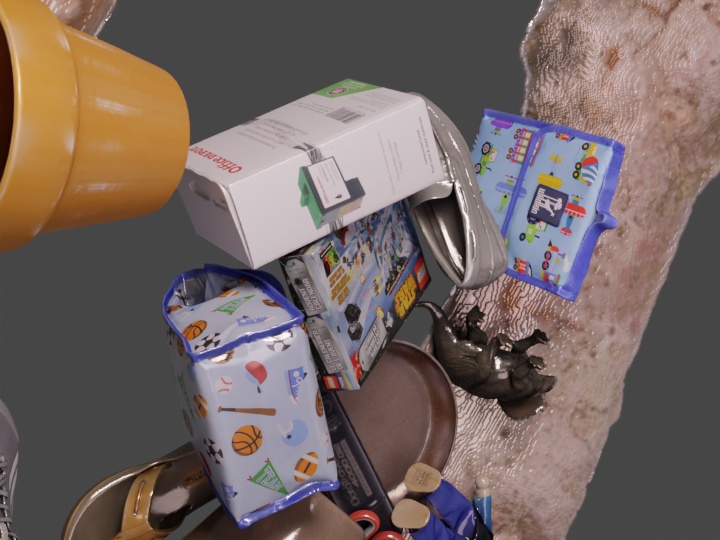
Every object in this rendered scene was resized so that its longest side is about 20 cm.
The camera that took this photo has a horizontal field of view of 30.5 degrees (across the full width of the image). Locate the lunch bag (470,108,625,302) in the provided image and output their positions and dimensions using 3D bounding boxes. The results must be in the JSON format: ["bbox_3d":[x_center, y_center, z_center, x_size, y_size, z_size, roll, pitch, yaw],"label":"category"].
[{"bbox_3d":[0.181,-0.060,1.273,0.094,0.200,0.152,18,94,-31],"label":"lunch bag"}]

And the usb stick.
[{"bbox_3d":[-0.015,0.197,1.294,0.055,0.033,0.201,-30,115,-9],"label":"usb stick"}]

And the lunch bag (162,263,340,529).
[{"bbox_3d":[-0.105,0.097,1.158,0.123,0.200,0.171,-17,110,-19],"label":"lunch bag"}]

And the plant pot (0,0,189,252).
[{"bbox_3d":[-0.244,-0.112,1.049,0.182,0.199,0.202,2,102,-45],"label":"plant pot"}]

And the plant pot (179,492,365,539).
[{"bbox_3d":[-0.088,0.280,1.217,0.200,0.200,0.175,45,76,-29],"label":"plant pot"}]

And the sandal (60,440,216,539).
[{"bbox_3d":[-0.188,0.218,1.227,0.199,0.054,0.081,-27,114,-20],"label":"sandal"}]

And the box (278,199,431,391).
[{"bbox_3d":[0.000,0.000,1.219,0.200,0.040,0.138,-52,129,-54],"label":"box"}]

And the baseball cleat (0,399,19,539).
[{"bbox_3d":[-0.311,0.210,1.129,0.069,0.106,0.202,-8,112,-40],"label":"baseball cleat"}]

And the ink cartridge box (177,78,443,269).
[{"bbox_3d":[-0.051,-0.091,1.172,0.199,0.146,0.085,-26,115,-20],"label":"ink cartridge box"}]

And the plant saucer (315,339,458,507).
[{"bbox_3d":[0.007,0.163,1.333,0.199,0.032,0.202,-7,106,-26],"label":"plant saucer"}]

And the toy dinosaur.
[{"bbox_3d":[0.130,0.098,1.355,0.199,0.077,0.103,21,126,-18],"label":"toy dinosaur"}]

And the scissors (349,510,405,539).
[{"bbox_3d":[-0.026,0.319,1.331,0.073,0.014,0.201,28,117,-15],"label":"scissors"}]

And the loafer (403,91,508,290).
[{"bbox_3d":[0.074,-0.076,1.247,0.070,0.070,0.201,-16,76,-51],"label":"loafer"}]

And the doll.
[{"bbox_3d":[0.104,0.273,1.379,0.200,0.048,0.137,51,52,-44],"label":"doll"}]
